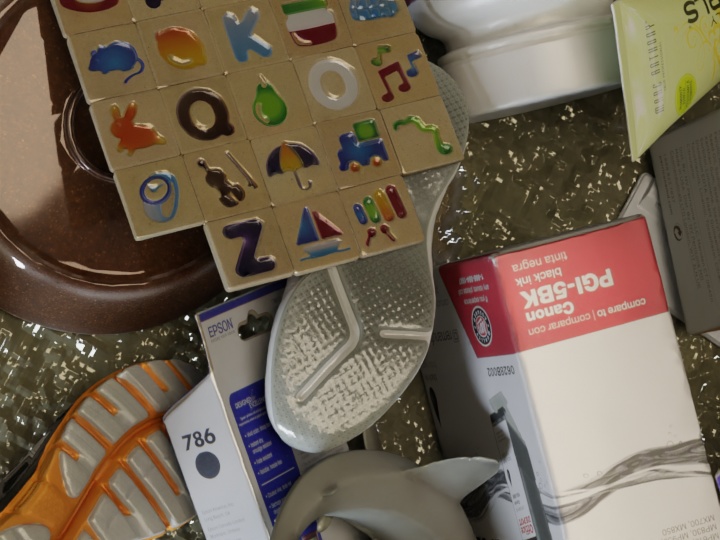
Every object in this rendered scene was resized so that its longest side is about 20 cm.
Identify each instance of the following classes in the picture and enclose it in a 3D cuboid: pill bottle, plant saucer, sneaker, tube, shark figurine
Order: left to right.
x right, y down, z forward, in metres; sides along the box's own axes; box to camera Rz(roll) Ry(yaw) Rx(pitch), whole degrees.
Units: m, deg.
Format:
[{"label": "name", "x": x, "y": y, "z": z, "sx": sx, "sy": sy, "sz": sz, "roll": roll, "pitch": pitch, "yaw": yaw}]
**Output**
[{"label": "sneaker", "x": -0.139, "y": 0.110, "z": 1.098, "sx": 0.200, "sy": 0.077, "sz": 0.078, "roll": -44, "pitch": 106, "yaw": -36}, {"label": "plant saucer", "x": -0.117, "y": -0.068, "z": 1.126, "sx": 0.200, "sy": 0.034, "sz": 0.200, "roll": -2, "pitch": 94, "yaw": -20}, {"label": "sneaker", "x": 0.000, "y": 0.000, "z": 1.135, "sx": 0.070, "sy": 0.080, "sz": 0.200, "roll": 23, "pitch": 64, "yaw": -10}, {"label": "shark figurine", "x": 0.017, "y": 0.107, "z": 1.092, "sx": 0.214, "sy": 0.089, "sz": 0.128, "roll": 17, "pitch": 58, "yaw": -61}, {"label": "pill bottle", "x": 0.069, "y": -0.179, "z": 1.175, "sx": 0.114, "sy": 0.114, "sz": 0.200, "roll": -13, "pitch": 90, "yaw": -21}, {"label": "tube", "x": 0.170, "y": -0.120, "z": 1.187, "sx": 0.058, "sy": 0.052, "sz": 0.200, "roll": 47, "pitch": 36, "yaw": 6}]

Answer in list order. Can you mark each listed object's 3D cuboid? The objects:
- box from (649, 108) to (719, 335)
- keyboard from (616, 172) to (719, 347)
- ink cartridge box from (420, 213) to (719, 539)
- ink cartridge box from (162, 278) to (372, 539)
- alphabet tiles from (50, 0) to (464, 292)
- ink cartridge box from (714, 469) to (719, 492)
[{"label": "box", "x": 0.262, "y": -0.043, "z": 1.181, "sx": 0.152, "sy": 0.200, "sz": 0.106, "roll": -8, "pitch": 83, "yaw": -24}, {"label": "keyboard", "x": 0.215, "y": 0.025, "z": 1.268, "sx": 0.200, "sy": 0.011, "sz": 0.056, "roll": 34, "pitch": 80, "yaw": -14}, {"label": "ink cartridge box", "x": 0.098, "y": 0.084, "z": 1.145, "sx": 0.083, "sy": 0.147, "sz": 0.200, "roll": -15, "pitch": 90, "yaw": -17}, {"label": "ink cartridge box", "x": -0.036, "y": 0.108, "z": 1.124, "sx": 0.099, "sy": 0.039, "sz": 0.200, "roll": -21, "pitch": 94, "yaw": -62}, {"label": "alphabet tiles", "x": -0.048, "y": -0.093, "z": 1.106, "sx": 0.166, "sy": 0.006, "sz": 0.200, "roll": -15, "pitch": 77, "yaw": -22}, {"label": "ink cartridge box", "x": 0.244, "y": 0.161, "z": 1.177, "sx": 0.198, "sy": 0.043, "sz": 0.200, "roll": -29, "pitch": 106, "yaw": -59}]
